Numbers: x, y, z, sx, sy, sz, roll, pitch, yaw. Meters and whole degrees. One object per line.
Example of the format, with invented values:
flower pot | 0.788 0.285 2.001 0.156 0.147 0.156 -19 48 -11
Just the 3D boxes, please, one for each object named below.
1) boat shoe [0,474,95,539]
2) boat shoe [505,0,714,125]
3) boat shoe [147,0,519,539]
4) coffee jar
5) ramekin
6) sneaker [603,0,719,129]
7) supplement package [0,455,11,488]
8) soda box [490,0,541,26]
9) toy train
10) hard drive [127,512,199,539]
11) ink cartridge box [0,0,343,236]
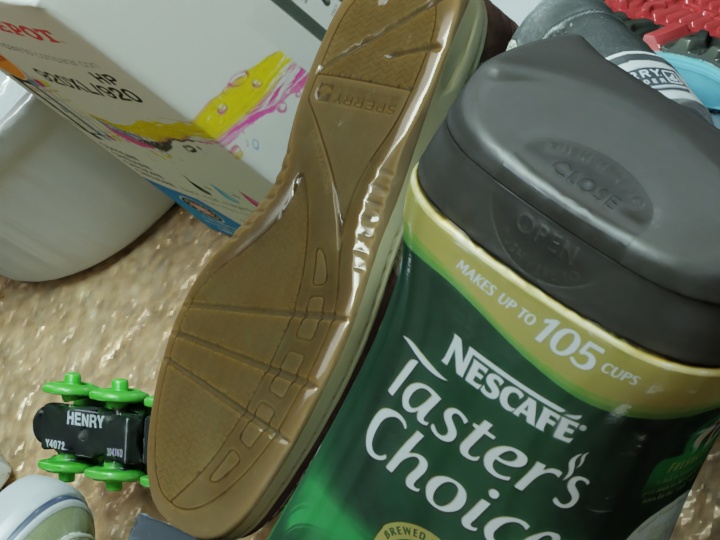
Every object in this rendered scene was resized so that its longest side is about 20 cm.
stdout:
boat shoe | -0.135 0.174 0.898 0.062 0.072 0.200 16 79 31
boat shoe | 0.048 0.007 0.754 0.199 0.074 0.068 98 150 -42
boat shoe | 0.000 0.000 0.805 0.072 0.072 0.200 17 82 42
coffee jar | 0.043 0.042 0.657 0.104 0.085 0.200 35 122 22
ramekin | -0.137 -0.092 1.076 0.200 0.098 0.200 -27 45 30
sneaker | 0.131 -0.024 0.738 0.079 0.096 0.200 -17 28 -24
supplement package | -0.278 0.064 1.053 0.152 0.151 0.200 -51 37 3
soda box | 0.130 -0.106 0.829 0.200 0.068 0.064 -26 44 31
toy train | -0.042 0.063 0.884 0.200 0.056 0.042 4 91 46
hard drive | -0.066 0.191 0.755 0.042 0.135 0.200 7 59 12
ink cartridge box | -0.049 -0.111 0.912 0.147 0.200 0.145 19 75 52
